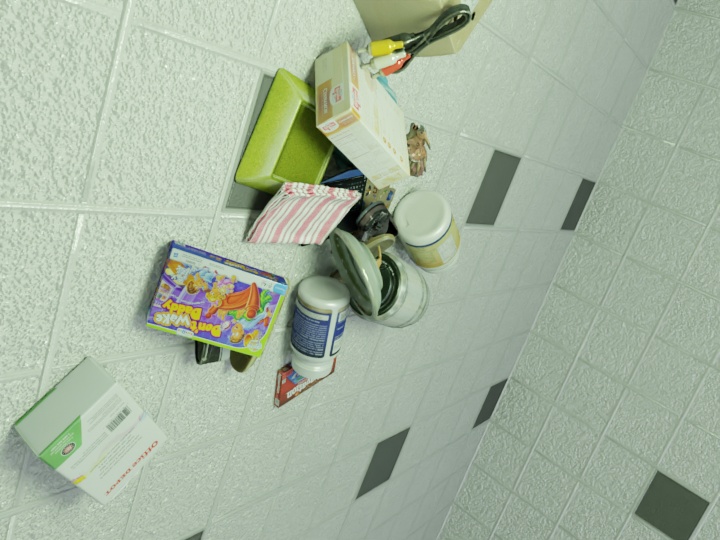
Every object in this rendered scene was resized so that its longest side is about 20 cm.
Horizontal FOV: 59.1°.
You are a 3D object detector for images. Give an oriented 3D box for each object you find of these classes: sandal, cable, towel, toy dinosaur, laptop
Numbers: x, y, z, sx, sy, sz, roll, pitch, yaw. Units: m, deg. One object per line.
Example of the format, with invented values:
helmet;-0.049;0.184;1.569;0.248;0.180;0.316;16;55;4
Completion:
sandal;0.006;-0.009;1.398;0.199;0.055;0.080;-41;160;21
cable;0.097;-0.373;1.063;0.097;0.196;0.052;41;42;-58
towel;-0.102;-0.096;1.172;0.197;0.030;0.146;-1;143;-47
toy dinosaur;0.107;-0.240;1.353;0.087;0.134;0.200;-59;152;-2
laptop;-0.015;-0.137;1.276;0.175;0.102;0.204;-19;130;-46

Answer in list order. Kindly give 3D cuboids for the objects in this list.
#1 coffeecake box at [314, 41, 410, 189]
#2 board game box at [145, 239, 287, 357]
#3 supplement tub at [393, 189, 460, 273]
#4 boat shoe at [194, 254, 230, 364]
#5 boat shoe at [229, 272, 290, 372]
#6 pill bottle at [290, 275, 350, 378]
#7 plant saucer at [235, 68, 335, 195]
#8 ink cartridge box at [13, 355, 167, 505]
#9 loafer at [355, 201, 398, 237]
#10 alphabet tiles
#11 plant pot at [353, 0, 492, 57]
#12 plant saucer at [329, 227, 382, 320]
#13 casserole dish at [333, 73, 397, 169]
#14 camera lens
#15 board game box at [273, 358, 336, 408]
coffeecake box;0.005;-0.266;1.112;0.199;0.072;0.157;38;41;-48
board game box;-0.235;0.050;1.045;0.196;0.045;0.137;19;102;-23
supplement tub;0.170;-0.090;1.573;0.146;0.143;0.200;-54;150;-11
boat shoe;-0.262;0.074;1.105;0.063;0.070;0.205;-11;116;-32
boat shoe;-0.194;0.105;1.244;0.063;0.072;0.205;16;94;-55
pill bottle;-0.091;0.125;1.373;0.115;0.115;0.204;-22;133;-47
plant saucer;-0.107;-0.221;1.122;0.198;0.047;0.204;11;106;-60
ink cartridge box;-0.417;0.257;1.006;0.145;0.083;0.202;-46;147;-24
loafer;0.045;-0.103;1.375;0.072;0.063;0.200;-46;171;11
alphabet tiles;0.014;-0.129;1.432;0.166;0.007;0.204;-1;115;-57
plant pot;0.120;-0.498;1.112;0.202;0.175;0.200;-56;149;-8
plant saucer;0.000;0.000;1.292;0.049;0.201;0.203;-24;140;-14
casserole dish;0.015;-0.291;1.265;0.120;0.038;0.203;20;99;-60
camera lens;0.066;0.049;1.511;0.163;0.158;0.199;-62;151;3
board game box;-0.126;0.241;1.517;0.198;0.019;0.105;-27;137;-46
